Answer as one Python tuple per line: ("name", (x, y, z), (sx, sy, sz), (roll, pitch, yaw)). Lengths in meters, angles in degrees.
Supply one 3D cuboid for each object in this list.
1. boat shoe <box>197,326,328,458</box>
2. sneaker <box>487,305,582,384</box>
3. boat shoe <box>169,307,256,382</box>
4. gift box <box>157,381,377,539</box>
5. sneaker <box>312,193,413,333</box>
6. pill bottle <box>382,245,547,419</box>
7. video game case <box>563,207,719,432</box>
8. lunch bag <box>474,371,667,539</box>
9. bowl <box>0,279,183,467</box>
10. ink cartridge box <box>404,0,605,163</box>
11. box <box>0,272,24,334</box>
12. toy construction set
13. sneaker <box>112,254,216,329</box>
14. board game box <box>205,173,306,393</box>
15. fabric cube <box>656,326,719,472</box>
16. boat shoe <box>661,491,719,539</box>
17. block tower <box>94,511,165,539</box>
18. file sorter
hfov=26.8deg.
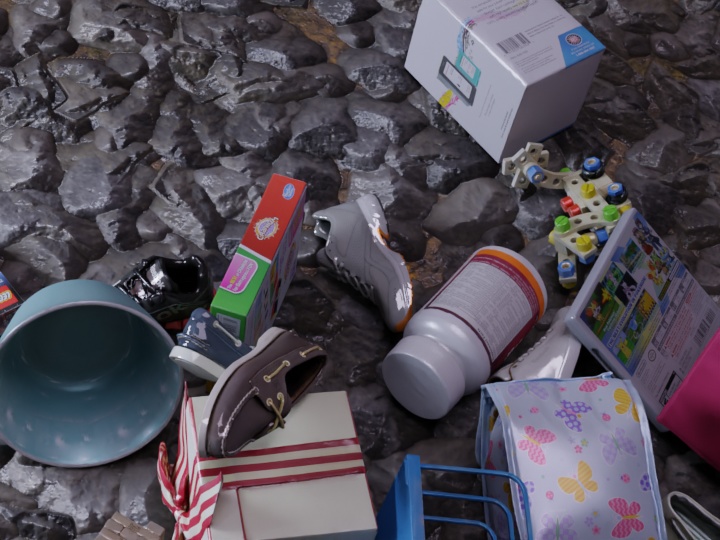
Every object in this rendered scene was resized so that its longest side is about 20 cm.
("boat shoe", (-0.089, 0.116, 1.398), (0.059, 0.072, 0.200), (15, 27, 14))
("sneaker", (0.194, 0.108, 1.695), (0.084, 0.073, 0.201), (23, 52, 2))
("boat shoe", (-0.111, 0.100, 1.525), (0.075, 0.199, 0.062), (10, 72, 48))
("gift box", (-0.098, 0.215, 1.464), (0.185, 0.201, 0.186), (-4, 47, -15))
("sneaker", (0.000, 0.000, 1.746), (0.091, 0.076, 0.201), (-12, 48, -13))
("pill bottle", (0.116, 0.069, 1.684), (0.109, 0.110, 0.200), (35, 52, 15))
("video game case", (0.332, 0.055, 1.751), (0.182, 0.022, 0.200), (47, 50, -14))
("lunch bag", (0.214, 0.211, 1.571), (0.168, 0.127, 0.202), (-3, 74, -14))
("bowl", (-0.285, 0.089, 1.538), (0.199, 0.202, 0.105), (-2, 33, -15))
("ink cartridge box", (0.182, -0.276, 1.953), (0.146, 0.147, 0.200), (-27, 62, -30))
("box", (-0.477, 0.041, 1.609), (0.199, 0.040, 0.137), (-28, 62, -30))
("toy construction set", (0.260, -0.078, 1.858), (0.130, 0.092, 0.201), (-25, 55, -5))
("sneaker", (-0.244, 0.034, 1.635), (0.199, 0.098, 0.071), (-17, 59, -24))
("board game box", (-0.113, 0.018, 1.642), (0.040, 0.154, 0.201), (17, 49, 6))
("fabric cube", (0.483, 0.121, 1.657), (0.200, 0.200, 0.196), (41, 47, 17))
("boat shoe", (0.385, 0.312, 1.586), (0.199, 0.062, 0.072), (36, 53, 14))
("block tower", (-0.260, 0.320, 1.429), (0.057, 0.054, 0.200), (28, 50, 9))
("file sorter", (0.078, 0.293, 1.441), (0.121, 0.201, 0.140), (8, 50, -12))
